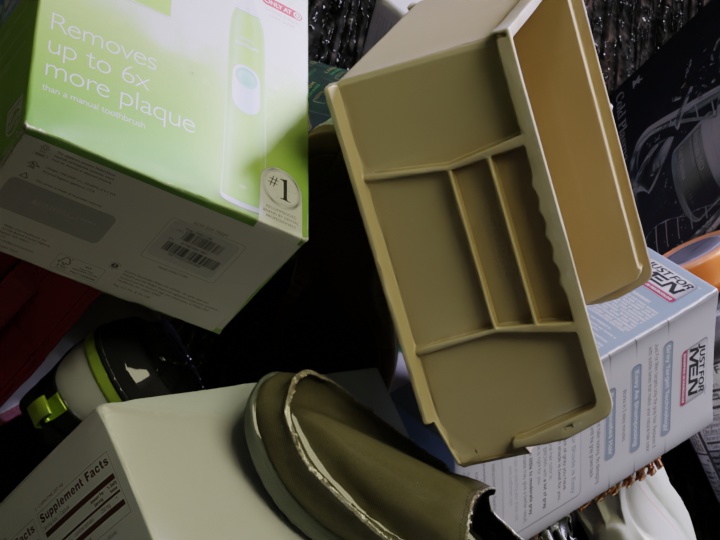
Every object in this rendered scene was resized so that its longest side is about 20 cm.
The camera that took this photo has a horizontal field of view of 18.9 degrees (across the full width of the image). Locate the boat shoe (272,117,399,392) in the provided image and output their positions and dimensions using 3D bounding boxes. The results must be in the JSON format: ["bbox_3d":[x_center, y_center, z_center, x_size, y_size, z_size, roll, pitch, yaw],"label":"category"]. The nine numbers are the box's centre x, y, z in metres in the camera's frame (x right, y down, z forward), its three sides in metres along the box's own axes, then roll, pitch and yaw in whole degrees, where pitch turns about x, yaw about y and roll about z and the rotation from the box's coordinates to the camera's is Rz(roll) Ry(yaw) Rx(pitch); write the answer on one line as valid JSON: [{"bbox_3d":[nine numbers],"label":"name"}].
[{"bbox_3d":[0.000,0.000,1.138,0.074,0.201,0.066,21,40,16],"label":"boat shoe"}]

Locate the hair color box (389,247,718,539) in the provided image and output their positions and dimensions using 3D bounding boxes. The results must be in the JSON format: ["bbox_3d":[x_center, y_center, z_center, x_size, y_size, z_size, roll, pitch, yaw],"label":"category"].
[{"bbox_3d":[0.111,0.078,1.215,0.199,0.100,0.061,-27,42,-28],"label":"hair color box"}]

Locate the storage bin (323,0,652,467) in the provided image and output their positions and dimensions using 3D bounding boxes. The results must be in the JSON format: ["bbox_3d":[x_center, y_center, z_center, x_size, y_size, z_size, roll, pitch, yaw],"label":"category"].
[{"bbox_3d":[0.073,-0.035,1.069,0.200,0.093,0.200,-56,131,-68],"label":"storage bin"}]

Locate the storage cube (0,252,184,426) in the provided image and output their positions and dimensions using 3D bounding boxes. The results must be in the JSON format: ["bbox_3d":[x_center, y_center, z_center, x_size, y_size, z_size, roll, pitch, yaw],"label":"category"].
[{"bbox_3d":[-0.163,-0.051,1.143,0.180,0.171,0.200,51,40,7],"label":"storage cube"}]

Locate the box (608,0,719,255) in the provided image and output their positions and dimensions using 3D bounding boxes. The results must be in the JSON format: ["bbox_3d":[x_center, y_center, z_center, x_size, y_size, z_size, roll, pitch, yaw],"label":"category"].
[{"bbox_3d":[0.273,-0.074,1.535,0.123,0.197,0.201,23,45,-27],"label":"box"}]

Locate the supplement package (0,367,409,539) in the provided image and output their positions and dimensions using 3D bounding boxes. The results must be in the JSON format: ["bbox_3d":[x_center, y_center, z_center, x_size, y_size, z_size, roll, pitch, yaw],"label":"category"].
[{"bbox_3d":[-0.057,0.177,1.069,0.190,0.147,0.201,-5,62,-45],"label":"supplement package"}]

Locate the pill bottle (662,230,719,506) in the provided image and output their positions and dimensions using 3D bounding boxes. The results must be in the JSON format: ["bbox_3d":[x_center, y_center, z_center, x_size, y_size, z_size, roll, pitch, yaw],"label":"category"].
[{"bbox_3d":[0.258,0.075,1.429,0.106,0.106,0.201,-37,104,-51],"label":"pill bottle"}]

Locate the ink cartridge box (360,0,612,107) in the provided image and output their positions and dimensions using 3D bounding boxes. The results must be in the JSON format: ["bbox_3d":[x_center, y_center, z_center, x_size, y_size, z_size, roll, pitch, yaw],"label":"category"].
[{"bbox_3d":[0.085,-0.084,1.380,0.068,0.116,0.200,-22,53,-37],"label":"ink cartridge box"}]

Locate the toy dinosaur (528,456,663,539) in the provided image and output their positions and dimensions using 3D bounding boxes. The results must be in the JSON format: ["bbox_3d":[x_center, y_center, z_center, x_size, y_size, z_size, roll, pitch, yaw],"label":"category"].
[{"bbox_3d":[0.103,0.170,1.241,0.136,0.200,0.102,50,-5,8],"label":"toy dinosaur"}]

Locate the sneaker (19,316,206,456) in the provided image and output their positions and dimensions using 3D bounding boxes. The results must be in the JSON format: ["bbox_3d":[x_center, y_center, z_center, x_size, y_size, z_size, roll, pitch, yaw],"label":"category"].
[{"bbox_3d":[-0.128,0.069,1.126,0.072,0.082,0.200,61,3,15],"label":"sneaker"}]

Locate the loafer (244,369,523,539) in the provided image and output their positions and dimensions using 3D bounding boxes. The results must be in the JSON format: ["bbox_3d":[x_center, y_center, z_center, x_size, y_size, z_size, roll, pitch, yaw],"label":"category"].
[{"bbox_3d":[0.031,0.113,1.031,0.200,0.070,0.075,41,38,-10],"label":"loafer"}]

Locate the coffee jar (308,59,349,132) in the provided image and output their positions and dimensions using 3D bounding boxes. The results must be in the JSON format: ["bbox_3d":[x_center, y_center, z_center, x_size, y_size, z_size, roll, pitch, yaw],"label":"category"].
[{"bbox_3d":[-0.067,-0.084,1.257,0.199,0.086,0.104,22,49,23],"label":"coffee jar"}]

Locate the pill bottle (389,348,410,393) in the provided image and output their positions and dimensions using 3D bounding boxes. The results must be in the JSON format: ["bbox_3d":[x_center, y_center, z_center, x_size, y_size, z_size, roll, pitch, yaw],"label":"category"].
[{"bbox_3d":[0.016,0.017,1.294,0.112,0.113,0.201,24,45,-26],"label":"pill bottle"}]

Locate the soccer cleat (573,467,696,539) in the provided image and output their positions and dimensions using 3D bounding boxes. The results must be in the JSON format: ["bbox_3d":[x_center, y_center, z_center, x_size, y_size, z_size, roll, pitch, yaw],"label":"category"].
[{"bbox_3d":[0.163,0.136,1.346,0.078,0.069,0.201,-34,106,-60],"label":"soccer cleat"}]

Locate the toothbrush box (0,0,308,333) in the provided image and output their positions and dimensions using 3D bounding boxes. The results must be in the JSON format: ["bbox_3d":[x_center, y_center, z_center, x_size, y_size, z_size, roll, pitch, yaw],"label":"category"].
[{"bbox_3d":[-0.105,-0.091,1.026,0.145,0.086,0.201,23,44,-25],"label":"toothbrush box"}]
